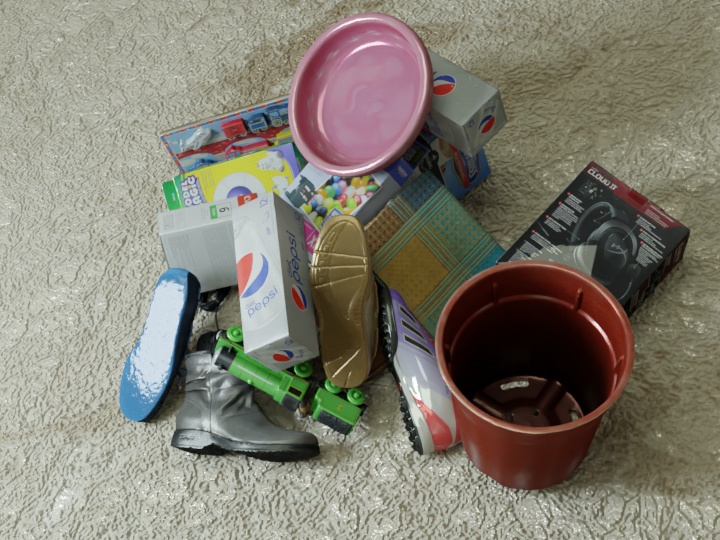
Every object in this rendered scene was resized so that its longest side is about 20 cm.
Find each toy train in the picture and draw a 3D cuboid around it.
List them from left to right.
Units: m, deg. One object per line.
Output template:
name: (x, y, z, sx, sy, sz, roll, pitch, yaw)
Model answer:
toy train: (-0.086, 0.131, 1.505, 0.199, 0.042, 0.057, 27, 51, 1)

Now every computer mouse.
computer mouse: (-0.189, 0.070, 1.666, 0.058, 0.034, 0.201, -15, 50, 10)

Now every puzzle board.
puzzle board: (-0.154, -0.162, 1.749, 0.199, 0.151, 0.017, -15, 50, 9)

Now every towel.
towel: (0.098, -0.004, 1.548, 0.147, 0.022, 0.200, -42, 89, -14)

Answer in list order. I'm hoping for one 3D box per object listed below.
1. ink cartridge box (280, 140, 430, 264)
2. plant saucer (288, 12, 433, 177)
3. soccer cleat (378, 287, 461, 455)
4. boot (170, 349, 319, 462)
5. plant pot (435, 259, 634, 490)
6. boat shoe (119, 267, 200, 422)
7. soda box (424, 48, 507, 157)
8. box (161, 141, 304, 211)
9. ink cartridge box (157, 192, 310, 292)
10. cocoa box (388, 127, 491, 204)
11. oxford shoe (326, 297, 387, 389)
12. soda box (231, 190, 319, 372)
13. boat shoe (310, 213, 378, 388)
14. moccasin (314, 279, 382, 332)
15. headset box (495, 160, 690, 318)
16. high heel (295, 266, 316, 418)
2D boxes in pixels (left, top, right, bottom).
ink cartridge box: (-0.020, -0.104, 1.577, 0.200, 0.042, 0.119, -48, 50, -3)
plant saucer: (0.006, -0.206, 1.538, 0.200, 0.051, 0.202, -8, 76, 32)
soccer cleat: (0.071, 0.111, 1.492, 0.073, 0.068, 0.201, -14, 74, -9)
boot: (-0.136, 0.156, 1.537, 0.199, 0.070, 0.132, 3, 73, 21)
plant pot: (0.179, 0.126, 1.364, 0.199, 0.196, 0.202, -2, 56, 2)
boat shoe: (-0.241, 0.100, 1.631, 0.084, 0.069, 0.201, 24, 91, 23)
soda box: (0.083, -0.222, 1.580, 0.068, 0.064, 0.200, -45, 55, -13)
box: (-0.167, -0.092, 1.731, 0.199, 0.048, 0.118, -16, 93, 11)
ink cartridge box: (-0.156, -0.040, 1.674, 0.199, 0.109, 0.050, -13, 40, -3)
cocoa box: (0.054, -0.180, 1.697, 0.131, 0.134, 0.200, -38, 51, -11)
oxford shoe: (0.027, 0.061, 1.570, 0.200, 0.071, 0.071, -45, 54, -13)
soda box: (-0.101, 0.012, 1.498, 0.063, 0.068, 0.201, -23, 56, 23)
boat shoe: (-0.015, 0.033, 1.502, 0.073, 0.069, 0.201, 2, 96, 14)
moccasin: (0.000, -0.001, 1.596, 0.078, 0.074, 0.201, 42, 65, 0)
headset box: (0.278, -0.020, 1.511, 0.149, 0.077, 0.200, 38, 72, 21)
high heel: (-0.050, 0.081, 1.597, 0.142, 0.072, 0.201, -11, 62, -16)
